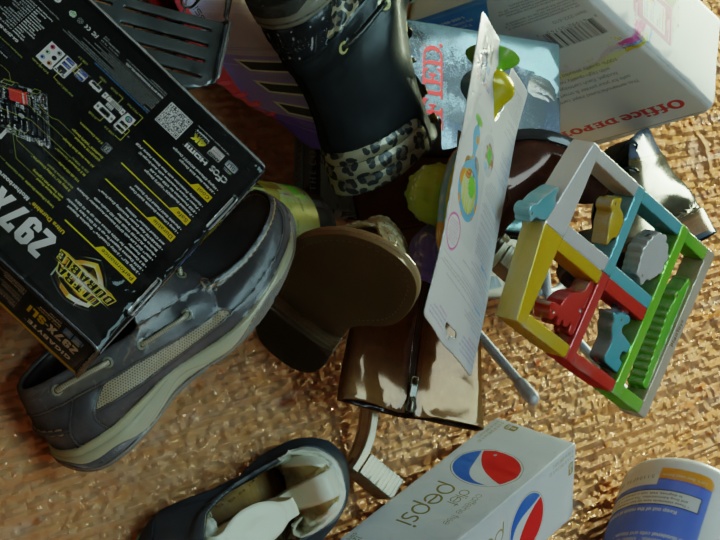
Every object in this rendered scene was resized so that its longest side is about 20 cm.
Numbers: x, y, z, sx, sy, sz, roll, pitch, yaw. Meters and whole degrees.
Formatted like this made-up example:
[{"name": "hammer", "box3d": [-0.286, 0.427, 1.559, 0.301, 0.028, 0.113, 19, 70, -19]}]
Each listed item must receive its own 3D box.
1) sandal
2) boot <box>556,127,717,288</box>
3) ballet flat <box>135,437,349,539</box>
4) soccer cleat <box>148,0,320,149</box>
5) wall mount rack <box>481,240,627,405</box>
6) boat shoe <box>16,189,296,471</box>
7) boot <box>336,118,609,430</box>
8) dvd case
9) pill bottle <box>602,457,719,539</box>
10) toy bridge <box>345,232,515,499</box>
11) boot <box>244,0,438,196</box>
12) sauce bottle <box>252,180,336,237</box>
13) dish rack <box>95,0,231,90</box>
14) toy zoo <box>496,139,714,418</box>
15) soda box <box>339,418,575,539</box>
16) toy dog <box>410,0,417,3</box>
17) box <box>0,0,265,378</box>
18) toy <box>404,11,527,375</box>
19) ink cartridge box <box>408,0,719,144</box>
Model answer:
[{"name": "sandal", "box3d": [-0.005, -0.004, 1.268, 0.078, 0.212, 0.070, 38, 63, -4]}, {"name": "boot", "box3d": [0.181, -0.047, 1.506, 0.200, 0.075, 0.097, -13, 75, -56]}, {"name": "ballet flat", "box3d": [-0.053, 0.149, 1.278, 0.200, 0.073, 0.073, -21, 98, -50]}, {"name": "soccer cleat", "box3d": [-0.083, -0.142, 1.320, 0.073, 0.068, 0.200, -49, 118, -21]}, {"name": "wall mount rack", "box3d": [0.123, 0.012, 1.512, 0.200, 0.074, 0.175, -1, 82, -49]}, {"name": "boat shoe", "box3d": [-0.115, 0.023, 1.187, 0.200, 0.074, 0.073, -50, 124, -17]}, {"name": "boot", "box3d": [0.080, 0.004, 1.369, 0.188, 0.068, 0.201, 9, 74, -25]}, {"name": "dvd case", "box3d": [0.048, -0.100, 1.432, 0.199, 0.022, 0.147, 7, 76, -22]}, {"name": "pill bottle", "box3d": [0.223, 0.250, 1.548, 0.112, 0.112, 0.200, 49, 49, -31]}, {"name": "toy bridge", "box3d": [0.046, 0.054, 1.402, 0.067, 0.027, 0.200, 40, 73, -18]}, {"name": "boot", "box3d": [0.017, -0.160, 1.315, 0.204, 0.073, 0.154, -46, 129, -36]}, {"name": "sauce bottle", "box3d": [-0.099, -0.029, 1.268, 0.200, 0.065, 0.065, 7, 76, -50]}, {"name": "dish rack", "box3d": [-0.133, -0.208, 1.229, 0.153, 0.055, 0.201, 13, 69, -11]}, {"name": "toy zoo", "box3d": [0.159, 0.002, 1.392, 0.200, 0.020, 0.132, 35, 75, -43]}, {"name": "soda box", "box3d": [0.068, 0.175, 1.404, 0.200, 0.068, 0.064, -32, 130, -48]}, {"name": "toy dog", "box3d": [0.019, -0.281, 1.432, 0.194, 0.139, 0.201, 65, 29, -66]}, {"name": "box", "box3d": [-0.173, -0.067, 1.132, 0.200, 0.049, 0.160, 43, 58, -5]}, {"name": "toy", "box3d": [0.058, -0.048, 1.304, 0.115, 0.047, 0.201, 50, 51, -62]}, {"name": "ink cartridge box", "box3d": [0.154, -0.181, 1.538, 0.200, 0.144, 0.085, 35, 54, -40]}]
